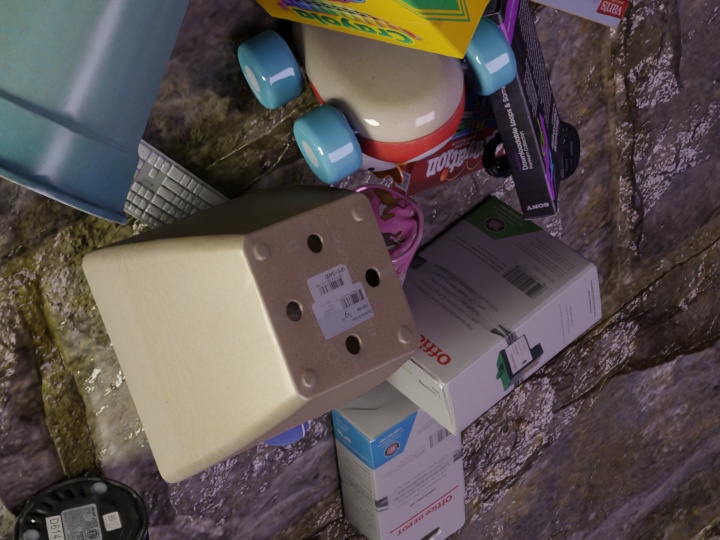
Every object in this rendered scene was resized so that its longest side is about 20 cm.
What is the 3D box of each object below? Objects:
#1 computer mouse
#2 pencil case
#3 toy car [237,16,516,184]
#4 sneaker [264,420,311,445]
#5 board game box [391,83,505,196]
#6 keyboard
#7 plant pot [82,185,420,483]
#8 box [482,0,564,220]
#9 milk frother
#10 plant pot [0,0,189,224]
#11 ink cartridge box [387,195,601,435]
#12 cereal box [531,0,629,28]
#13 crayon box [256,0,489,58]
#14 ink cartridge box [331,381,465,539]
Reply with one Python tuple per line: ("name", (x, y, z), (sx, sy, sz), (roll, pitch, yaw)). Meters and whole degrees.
("computer mouse", (0.157, -0.112, 1.921), (0.200, 0.034, 0.059), (-9, 98, -60))
("pencil case", (0.000, 0.000, 1.780), (0.200, 0.082, 0.087), (110, 0, -61))
("toy car", (0.020, -0.132, 1.705), (0.184, 0.177, 0.200), (-31, 150, -12))
("sneaker", (-0.120, 0.119, 1.761), (0.080, 0.116, 0.200), (-16, 141, 21))
("board game box", (0.101, -0.135, 1.856), (0.200, 0.019, 0.104), (-23, 135, -52))
("keyboard", (-0.152, -0.055, 1.695), (0.056, 0.011, 0.200), (-55, 142, 0))
("plant pot", (-0.071, 0.034, 1.627), (0.199, 0.177, 0.201), (-22, 92, -39))
("box", (0.140, -0.165, 1.789), (0.143, 0.036, 0.201), (-75, 149, -58))
("milk frother", (-0.276, 0.307, 1.760), (0.198, 0.181, 0.189), (-1, 129, 5))
("plant pot", (-0.215, -0.161, 1.418), (0.200, 0.200, 0.197), (24, 92, -51))
("ink cartridge box", (0.109, 0.041, 1.930), (0.200, 0.146, 0.085), (-37, 140, -20))
("cereal box", (0.227, -0.331, 1.861), (0.143, 0.039, 0.201), (9, 111, -49))
("crayon box", (-0.028, -0.239, 1.530), (0.172, 0.199, 0.059), (40, 72, -51))
("ink cartridge box", (0.041, 0.199, 2.039), (0.115, 0.067, 0.201), (-31, 136, -27))
